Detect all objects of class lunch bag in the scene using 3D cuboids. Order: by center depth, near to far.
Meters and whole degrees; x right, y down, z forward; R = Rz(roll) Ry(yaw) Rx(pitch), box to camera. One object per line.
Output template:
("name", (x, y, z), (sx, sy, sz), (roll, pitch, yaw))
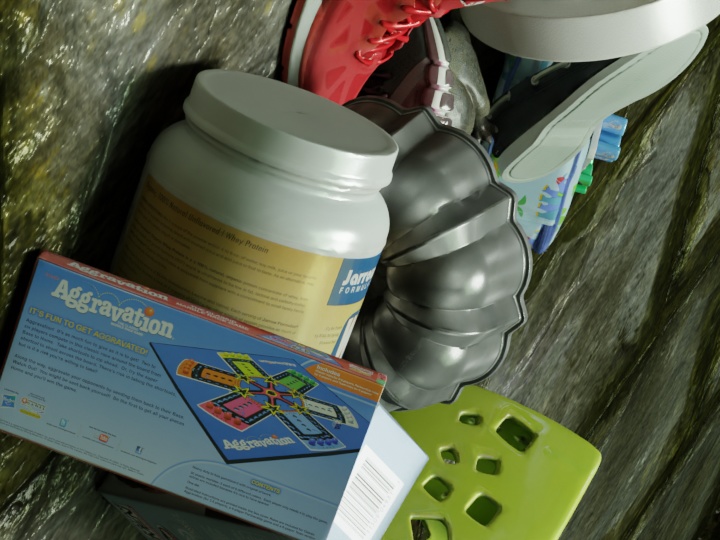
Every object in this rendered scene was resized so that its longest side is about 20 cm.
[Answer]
("lunch bag", (0.141, -0.130, 1.885), (0.161, 0.082, 0.201), (-77, 180, -55))

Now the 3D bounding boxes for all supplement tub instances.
("supplement tub", (-0.068, 0.002, 1.400), (0.144, 0.144, 0.201), (-19, 133, -66))

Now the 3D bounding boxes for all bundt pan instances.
("bundt pan", (0.000, 0.000, 1.499), (0.076, 0.201, 0.203), (-31, 143, -60))

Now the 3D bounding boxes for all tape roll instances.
("tape roll", (0.163, -0.210, 1.691), (0.203, 0.201, 0.037), (-48, 137, -41))

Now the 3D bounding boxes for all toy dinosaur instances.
("toy dinosaur", (0.060, -0.117, 1.717), (0.201, 0.077, 0.102), (-63, 156, -16))

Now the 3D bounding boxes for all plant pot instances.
("plant pot", (0.013, 0.173, 1.646), (0.199, 0.181, 0.200), (-55, -178, -34))

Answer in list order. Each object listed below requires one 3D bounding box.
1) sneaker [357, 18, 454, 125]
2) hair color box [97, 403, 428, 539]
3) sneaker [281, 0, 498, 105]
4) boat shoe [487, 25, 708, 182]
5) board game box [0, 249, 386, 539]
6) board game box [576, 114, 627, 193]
("sneaker", (-0.005, -0.085, 1.600), (0.076, 0.115, 0.202), (-9, -101, 62))
("hair color box", (-0.062, 0.125, 1.506), (0.061, 0.199, 0.099), (48, 64, -32))
("sneaker", (0.027, -0.158, 1.506), (0.078, 0.115, 0.201), (-37, 147, -56))
("boat shoe", (0.158, -0.136, 1.726), (0.075, 0.061, 0.200), (4, 148, -48))
("board game box", (-0.096, 0.070, 1.336), (0.019, 0.199, 0.104), (-74, -175, -73))
("board game box", (0.204, -0.170, 1.991), (0.200, 0.026, 0.202), (110, -7, -83))
